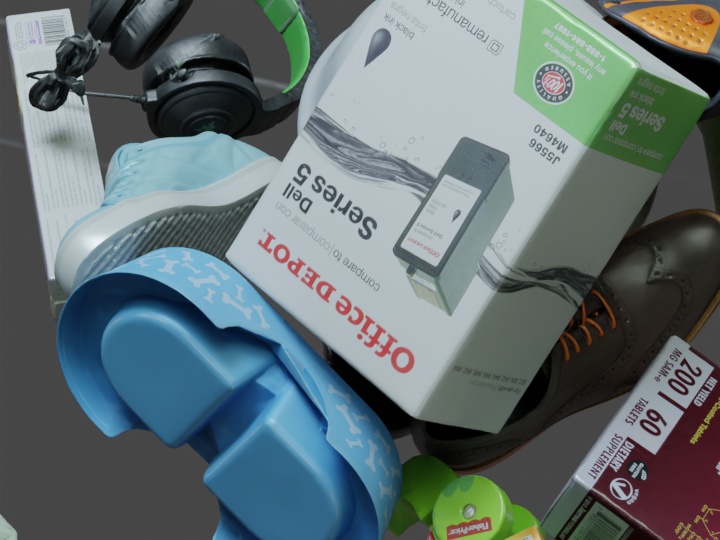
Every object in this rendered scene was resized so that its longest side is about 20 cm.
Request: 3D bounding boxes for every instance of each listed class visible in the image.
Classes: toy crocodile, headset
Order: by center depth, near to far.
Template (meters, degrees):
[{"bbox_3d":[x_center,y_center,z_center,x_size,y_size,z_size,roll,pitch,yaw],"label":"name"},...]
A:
[{"bbox_3d":[0.078,0.165,1.284,0.062,0.067,0.200,-41,59,5],"label":"toy crocodile"},{"bbox_3d":[-0.103,-0.131,1.478,0.200,0.094,0.124,-26,73,-39],"label":"headset"}]

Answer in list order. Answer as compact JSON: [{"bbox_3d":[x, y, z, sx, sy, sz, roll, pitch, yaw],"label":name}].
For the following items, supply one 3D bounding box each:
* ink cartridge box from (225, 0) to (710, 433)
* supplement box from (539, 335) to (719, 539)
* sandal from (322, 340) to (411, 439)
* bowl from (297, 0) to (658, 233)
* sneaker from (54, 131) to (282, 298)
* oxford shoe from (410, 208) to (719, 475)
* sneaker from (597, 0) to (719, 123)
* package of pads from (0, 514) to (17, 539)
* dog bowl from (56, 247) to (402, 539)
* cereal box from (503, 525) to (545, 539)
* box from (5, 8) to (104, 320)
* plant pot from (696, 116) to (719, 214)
[{"bbox_3d":[0.050,-0.043,1.272,0.145,0.084,0.201,39,103,31],"label":"ink cartridge box"},{"bbox_3d":[0.201,0.137,1.290,0.200,0.061,0.109,36,56,6],"label":"supplement box"},{"bbox_3d":[0.000,0.000,1.425,0.075,0.045,0.201,-2,69,-6],"label":"sandal"},{"bbox_3d":[0.071,-0.093,1.393,0.200,0.091,0.202,5,55,-7],"label":"bowl"},{"bbox_3d":[-0.115,-0.029,1.398,0.082,0.074,0.200,29,23,21],"label":"sneaker"},{"bbox_3d":[0.112,0.037,1.338,0.200,0.073,0.071,-38,81,-1],"label":"oxford shoe"},{"bbox_3d":[0.147,-0.141,1.342,0.112,0.078,0.200,-17,36,-25],"label":"sneaker"},{"bbox_3d":[-0.253,0.192,1.189,0.068,0.154,0.200,42,53,-17],"label":"package of pads"},{"bbox_3d":[-0.060,0.071,1.303,0.200,0.111,0.050,46,42,0],"label":"dog bowl"},{"bbox_3d":[0.020,0.222,1.205,0.199,0.040,0.144,-27,54,5],"label":"cereal box"},{"bbox_3d":[-0.167,-0.062,1.467,0.041,0.039,0.201,-9,52,-9],"label":"box"},{"bbox_3d":[0.262,-0.045,1.405,0.199,0.200,0.191,5,63,0],"label":"plant pot"}]
